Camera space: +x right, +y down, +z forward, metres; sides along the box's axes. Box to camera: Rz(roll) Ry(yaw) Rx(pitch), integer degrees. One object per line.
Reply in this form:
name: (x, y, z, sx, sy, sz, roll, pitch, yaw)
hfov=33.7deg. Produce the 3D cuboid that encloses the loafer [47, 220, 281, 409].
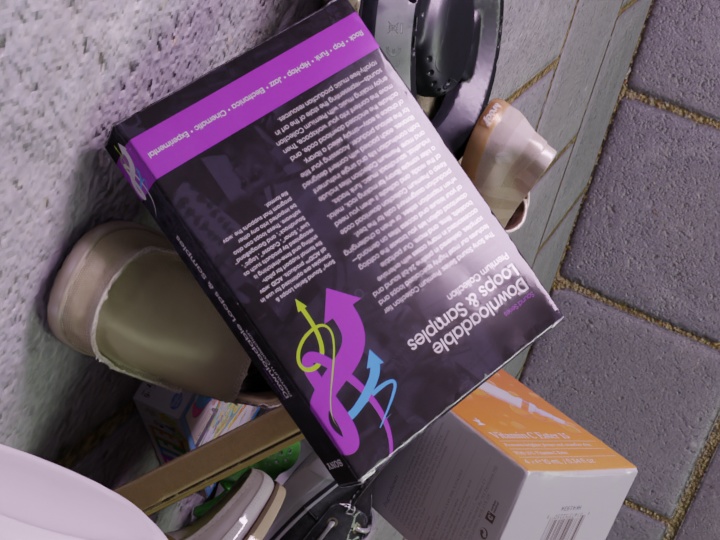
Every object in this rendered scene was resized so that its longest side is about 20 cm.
loafer: (-0.086, 0.029, 0.636, 0.200, 0.068, 0.076, 28, 83, -62)

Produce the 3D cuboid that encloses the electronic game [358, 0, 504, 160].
electronic game: (0.044, -0.147, 0.730, 0.200, 0.041, 0.201, 11, 90, -68)

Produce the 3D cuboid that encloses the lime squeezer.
lime squeezer: (-0.075, 0.128, 0.835, 0.200, 0.038, 0.071, -57, -143, 26)

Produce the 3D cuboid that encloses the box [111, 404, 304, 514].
box: (-0.054, 0.096, 0.679, 0.199, 0.021, 0.163, -27, 173, 0)

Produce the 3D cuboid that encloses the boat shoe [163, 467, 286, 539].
boat shoe: (-0.125, 0.184, 0.699, 0.200, 0.068, 0.075, -46, 180, -29)

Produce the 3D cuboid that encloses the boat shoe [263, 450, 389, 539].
boat shoe: (-0.022, 0.163, 0.795, 0.200, 0.071, 0.072, -47, 177, 19)

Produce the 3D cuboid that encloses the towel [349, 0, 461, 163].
towel: (0.031, -0.140, 0.788, 0.200, 0.036, 0.149, 33, 66, -58)

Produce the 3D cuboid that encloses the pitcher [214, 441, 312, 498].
pitcher: (-0.054, 0.186, 0.975, 0.200, 0.121, 0.172, -69, -179, -53)

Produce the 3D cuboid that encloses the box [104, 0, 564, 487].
box: (-0.009, -0.017, 0.581, 0.143, 0.201, 0.036, -34, 178, -26)

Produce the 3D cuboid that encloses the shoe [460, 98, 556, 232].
shoe: (0.092, -0.044, 0.822, 0.200, 0.053, 0.070, 96, 20, -66)

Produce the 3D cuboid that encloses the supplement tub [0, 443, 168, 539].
supplement tub: (-0.168, 0.176, 0.460, 0.140, 0.140, 0.201, 30, 82, -76)

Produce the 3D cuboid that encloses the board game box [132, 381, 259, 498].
board game box: (-0.077, 0.039, 0.808, 0.201, 0.034, 0.135, -60, 164, -28)

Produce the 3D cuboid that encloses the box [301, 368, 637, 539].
box: (0.070, 0.128, 0.837, 0.124, 0.200, 0.098, 7, 111, -44)
